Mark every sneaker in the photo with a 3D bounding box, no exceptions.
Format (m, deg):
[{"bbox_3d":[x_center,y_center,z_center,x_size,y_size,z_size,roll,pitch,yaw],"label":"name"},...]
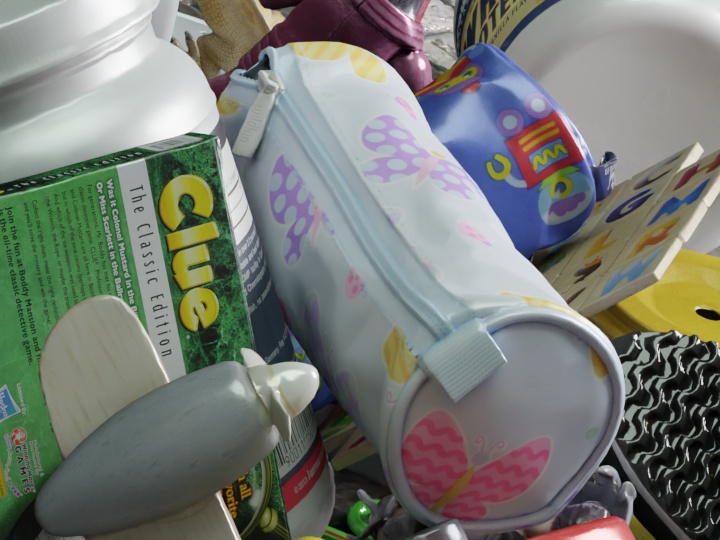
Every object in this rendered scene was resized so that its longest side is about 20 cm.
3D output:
[{"bbox_3d":[0.142,0.104,1.008,0.200,0.090,0.070,38,59,-7],"label":"sneaker"}]

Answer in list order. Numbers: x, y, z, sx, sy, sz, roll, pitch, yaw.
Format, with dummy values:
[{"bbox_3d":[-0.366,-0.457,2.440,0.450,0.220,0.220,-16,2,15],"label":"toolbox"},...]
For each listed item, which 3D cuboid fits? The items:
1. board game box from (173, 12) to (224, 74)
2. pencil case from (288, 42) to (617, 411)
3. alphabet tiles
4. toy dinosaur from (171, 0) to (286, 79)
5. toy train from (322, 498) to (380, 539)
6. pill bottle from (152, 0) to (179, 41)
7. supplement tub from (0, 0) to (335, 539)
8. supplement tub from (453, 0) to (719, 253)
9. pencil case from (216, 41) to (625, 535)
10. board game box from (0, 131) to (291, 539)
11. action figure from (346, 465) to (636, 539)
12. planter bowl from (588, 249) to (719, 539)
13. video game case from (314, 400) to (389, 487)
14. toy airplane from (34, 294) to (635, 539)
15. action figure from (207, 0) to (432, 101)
[{"bbox_3d":[-0.110,-0.076,1.342,0.199,0.026,0.200,18,26,1],"label":"board game box"},{"bbox_3d":[0.000,0.000,1.100,0.200,0.087,0.078,-38,29,-17],"label":"pencil case"},{"bbox_3d":[0.062,0.010,1.097,0.006,0.166,0.200,56,31,-8],"label":"alphabet tiles"},{"bbox_3d":[-0.049,-0.102,1.314,0.058,0.200,0.101,-35,13,-12],"label":"toy dinosaur"},{"bbox_3d":[0.045,0.126,1.017,0.199,0.042,0.056,21,36,7],"label":"toy train"},{"bbox_3d":[-0.186,-0.135,1.251,0.199,0.115,0.114,2,29,-26],"label":"pill bottle"},{"bbox_3d":[-0.098,0.011,0.934,0.140,0.201,0.140,-16,16,5],"label":"supplement tub"},{"bbox_3d":[0.119,-0.102,1.401,0.144,0.145,0.200,12,25,-10],"label":"supplement tub"},{"bbox_3d":[0.013,0.000,0.961,0.083,0.091,0.200,-22,38,-9],"label":"pencil case"},{"bbox_3d":[-0.072,0.069,0.861,0.104,0.201,0.023,-16,13,-27],"label":"board game box"},{"bbox_3d":[0.057,0.129,0.933,0.069,0.130,0.200,26,16,-51],"label":"action figure"},{"bbox_3d":[0.122,0.047,1.118,0.200,0.084,0.201,14,26,-7],"label":"planter bowl"},{"bbox_3d":[0.072,0.058,1.191,0.199,0.023,0.182,22,26,12],"label":"video game case"},{"bbox_3d":[-0.022,0.125,0.800,0.199,0.200,0.141,25,-20,-11],"label":"toy airplane"},{"bbox_3d":[-0.031,-0.073,1.169,0.134,0.200,0.149,46,20,18],"label":"action figure"}]
